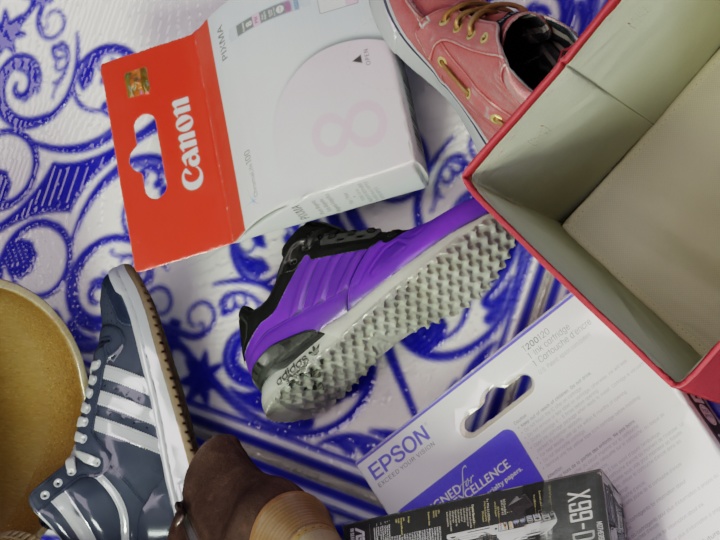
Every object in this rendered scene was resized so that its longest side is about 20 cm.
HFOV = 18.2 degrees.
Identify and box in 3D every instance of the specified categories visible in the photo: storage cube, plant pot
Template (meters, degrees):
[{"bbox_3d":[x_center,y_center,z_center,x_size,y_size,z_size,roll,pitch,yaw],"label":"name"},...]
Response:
[{"bbox_3d":[0.198,-0.043,1.234,0.171,0.180,0.200,-50,63,11],"label":"storage cube"},{"bbox_3d":[-0.315,0.095,1.492,0.200,0.186,0.187,2,81,42],"label":"plant pot"}]

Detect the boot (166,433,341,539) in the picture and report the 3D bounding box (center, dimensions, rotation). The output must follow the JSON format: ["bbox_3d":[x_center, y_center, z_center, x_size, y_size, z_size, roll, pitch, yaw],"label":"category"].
[{"bbox_3d":[-0.073,0.213,1.327,0.166,0.072,0.200,33,107,57],"label":"boot"}]

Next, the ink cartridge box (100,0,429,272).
[{"bbox_3d":[-0.068,-0.102,1.432,0.200,0.057,0.163,-15,66,5],"label":"ink cartridge box"}]

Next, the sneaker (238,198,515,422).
[{"bbox_3d":[0.000,0.000,1.399,0.200,0.070,0.100,-37,59,15],"label":"sneaker"}]

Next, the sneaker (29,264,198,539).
[{"bbox_3d":[-0.165,0.100,1.442,0.108,0.070,0.200,-16,74,-1],"label":"sneaker"}]

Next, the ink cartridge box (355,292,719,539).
[{"bbox_3d":[0.124,0.137,1.317,0.198,0.043,0.200,-39,67,16],"label":"ink cartridge box"}]

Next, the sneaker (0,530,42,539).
[{"bbox_3d":[-0.172,0.241,1.373,0.070,0.109,0.200,-42,39,-13],"label":"sneaker"}]

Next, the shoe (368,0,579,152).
[{"bbox_3d":[0.078,-0.140,1.361,0.200,0.071,0.091,57,151,21],"label":"shoe"}]

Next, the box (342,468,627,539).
[{"bbox_3d":[0.076,0.221,1.238,0.158,0.050,0.200,-15,59,16],"label":"box"}]
